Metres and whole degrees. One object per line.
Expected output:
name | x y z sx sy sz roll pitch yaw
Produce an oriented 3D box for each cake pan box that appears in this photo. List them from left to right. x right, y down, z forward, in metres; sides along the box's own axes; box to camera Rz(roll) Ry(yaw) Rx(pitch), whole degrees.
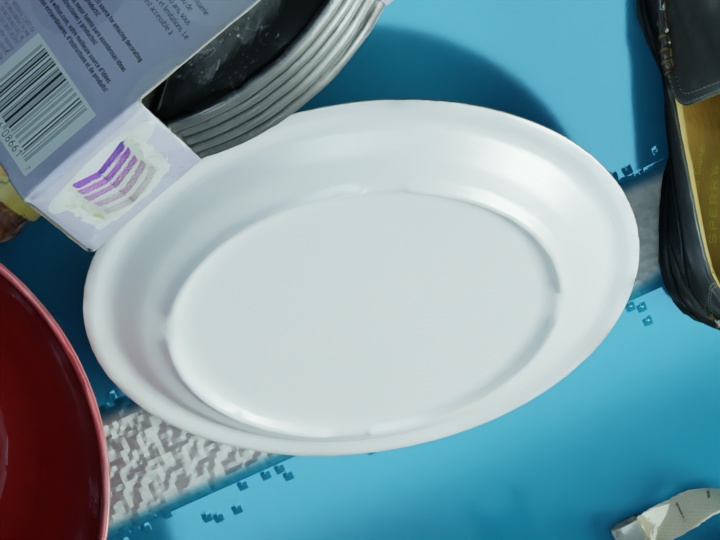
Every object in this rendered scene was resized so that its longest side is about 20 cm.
cake pan box | -0.074 -0.130 0.958 0.184 0.052 0.200 -42 56 5

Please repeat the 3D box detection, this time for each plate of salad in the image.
plate of salad | 0.000 0.000 1.011 0.200 0.048 0.200 -5 141 -4

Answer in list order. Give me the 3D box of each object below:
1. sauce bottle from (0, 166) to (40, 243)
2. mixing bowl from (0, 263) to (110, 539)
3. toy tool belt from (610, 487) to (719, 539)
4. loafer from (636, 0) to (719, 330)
sauce bottle | -0.083 -0.099 1.016 0.066 0.066 0.200 42 94 -9
mixing bowl | -0.185 0.070 1.014 0.200 0.108 0.200 0 95 0
toy tool belt | 0.088 0.172 1.044 0.200 0.123 0.125 -27 101 2
loafer | 0.142 -0.073 1.027 0.073 0.072 0.200 -7 100 -1
